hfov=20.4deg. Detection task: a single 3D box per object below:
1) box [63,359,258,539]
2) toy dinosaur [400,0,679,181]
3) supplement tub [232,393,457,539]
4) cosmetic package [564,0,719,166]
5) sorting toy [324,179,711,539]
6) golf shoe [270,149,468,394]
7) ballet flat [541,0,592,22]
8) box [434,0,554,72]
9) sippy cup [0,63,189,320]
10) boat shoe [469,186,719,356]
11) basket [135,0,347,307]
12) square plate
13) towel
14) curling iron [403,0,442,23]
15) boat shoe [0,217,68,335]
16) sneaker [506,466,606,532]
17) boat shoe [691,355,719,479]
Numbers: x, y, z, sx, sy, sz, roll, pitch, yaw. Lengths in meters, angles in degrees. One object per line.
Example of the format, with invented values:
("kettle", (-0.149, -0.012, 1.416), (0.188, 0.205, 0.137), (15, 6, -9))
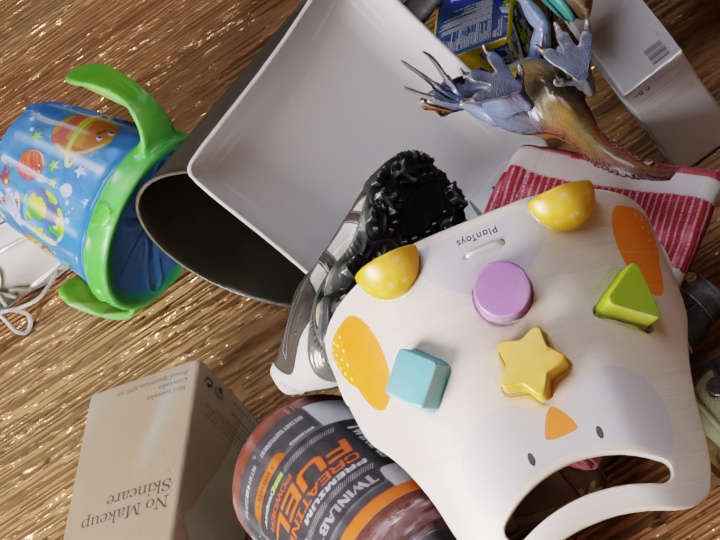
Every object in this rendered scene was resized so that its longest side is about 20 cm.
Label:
("box", (-0.130, 0.166, 1.274), (0.095, 0.078, 0.201), (-20, 42, 23))
("toy dinosaur", (0.093, -0.099, 1.233), (0.105, 0.182, 0.200), (-31, 80, -3))
("supplement tub", (0.013, 0.152, 1.140), (0.107, 0.107, 0.200), (-46, 35, -8))
("cosmetic package", (0.175, -0.154, 1.336), (0.051, 0.083, 0.200), (-38, 37, 11))
("sorting toy", (0.096, 0.064, 1.062), (0.199, 0.107, 0.181), (-22, 66, -1))
("golf shoe", (0.000, 0.000, 1.234), (0.094, 0.078, 0.200), (-33, 15, 40))
("ballet flat", (0.119, -0.215, 1.306), (0.065, 0.071, 0.200), (-38, 28, -1))
("box", (0.100, -0.203, 1.456), (0.064, 0.070, 0.201), (-15, 44, 25))
("sippy cup", (-0.195, -0.058, 1.460), (0.130, 0.140, 0.178), (25, 93, 23))
("boat shoe", (0.145, -0.011, 1.228), (0.068, 0.072, 0.200), (-45, 41, -5))
("basket", (-0.037, -0.093, 1.414), (0.180, 0.136, 0.200), (10, 53, 25))
("square plate", (0.007, -0.071, 1.306), (0.198, 0.200, 0.028), (-56, 18, -25))
("towel", (0.114, 0.014, 1.168), (0.144, 0.023, 0.200), (11, 63, 36))
("curling iron", (0.029, -0.191, 1.461), (0.025, 0.050, 0.200), (-20, 3, -15))
("boat shoe", (-0.293, 0.017, 1.561), (0.201, 0.075, 0.086), (-25, 39, 21))
("sneaker", (0.100, 0.070, 1.204), (0.075, 0.071, 0.201), (-12, 49, 7))
("boat shoe", (0.226, 0.098, 1.051), (0.065, 0.073, 0.200), (-46, 38, 0))
